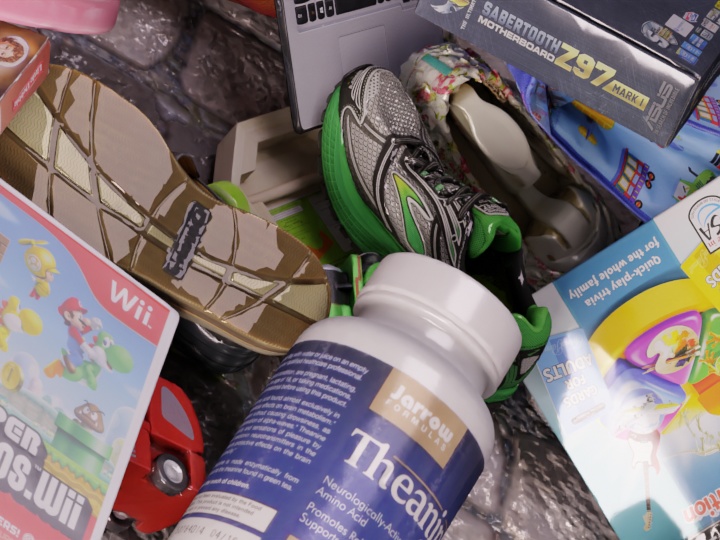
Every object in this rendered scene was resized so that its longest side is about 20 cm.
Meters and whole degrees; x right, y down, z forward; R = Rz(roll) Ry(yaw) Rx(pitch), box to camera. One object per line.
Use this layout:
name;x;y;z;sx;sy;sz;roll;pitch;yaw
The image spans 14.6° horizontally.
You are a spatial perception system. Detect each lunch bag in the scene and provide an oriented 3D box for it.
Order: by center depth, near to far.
lunch bag;0.148;-0.095;1.607;0.199;0.094;0.151;27;24;-19

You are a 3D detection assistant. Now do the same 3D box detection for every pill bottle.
pill bottle;-0.004;0.094;1.342;0.111;0.111;0.201;37;66;-10

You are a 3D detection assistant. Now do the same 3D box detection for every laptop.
laptop;0.040;-0.192;1.550;0.187;0.115;0.202;-23;107;-59

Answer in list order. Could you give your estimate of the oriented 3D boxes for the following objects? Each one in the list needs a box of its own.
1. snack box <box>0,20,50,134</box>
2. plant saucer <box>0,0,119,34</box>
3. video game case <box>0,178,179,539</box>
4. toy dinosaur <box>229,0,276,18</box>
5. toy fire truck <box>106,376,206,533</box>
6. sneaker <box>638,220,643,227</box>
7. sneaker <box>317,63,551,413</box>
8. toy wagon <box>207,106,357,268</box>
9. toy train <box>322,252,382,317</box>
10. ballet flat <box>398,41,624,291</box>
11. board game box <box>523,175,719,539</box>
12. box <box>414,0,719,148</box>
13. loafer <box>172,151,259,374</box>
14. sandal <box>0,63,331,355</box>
snack box;-0.217;-0.051;1.275;0.071;0.024;0.200;19;46;14
plant saucer;-0.211;-0.169;1.390;0.199;0.051;0.201;17;10;-3
video game case;-0.162;0.050;1.261;0.143;0.017;0.201;38;40;-19
toy dinosaur;-0.066;-0.182;1.569;0.181;0.105;0.200;-27;77;-49
toy fire truck;-0.160;0.032;1.340;0.199;0.049;0.142;27;42;-36
sneaker;0.187;0.025;1.648;0.078;0.077;0.200;28;25;-11
sneaker;0.046;-0.027;1.496;0.078;0.085;0.201;-8;64;-45
toy wagon;0.000;0.000;1.530;0.155;0.040;0.201;-21;74;-47
toy train;-0.002;0.085;1.427;0.056;0.042;0.201;3;69;-19
ballet flat;0.092;-0.046;1.597;0.076;0.064;0.200;-48;113;-7
board game box;0.185;0.073;1.526;0.201;0.150;0.047;58;9;4
box;0.136;-0.157;1.559;0.157;0.051;0.200;29;30;9
loafer;-0.109;-0.041;1.444;0.200;0.072;0.073;43;41;-3
sandal;-0.105;-0.021;1.383;0.199;0.054;0.081;35;66;-15
